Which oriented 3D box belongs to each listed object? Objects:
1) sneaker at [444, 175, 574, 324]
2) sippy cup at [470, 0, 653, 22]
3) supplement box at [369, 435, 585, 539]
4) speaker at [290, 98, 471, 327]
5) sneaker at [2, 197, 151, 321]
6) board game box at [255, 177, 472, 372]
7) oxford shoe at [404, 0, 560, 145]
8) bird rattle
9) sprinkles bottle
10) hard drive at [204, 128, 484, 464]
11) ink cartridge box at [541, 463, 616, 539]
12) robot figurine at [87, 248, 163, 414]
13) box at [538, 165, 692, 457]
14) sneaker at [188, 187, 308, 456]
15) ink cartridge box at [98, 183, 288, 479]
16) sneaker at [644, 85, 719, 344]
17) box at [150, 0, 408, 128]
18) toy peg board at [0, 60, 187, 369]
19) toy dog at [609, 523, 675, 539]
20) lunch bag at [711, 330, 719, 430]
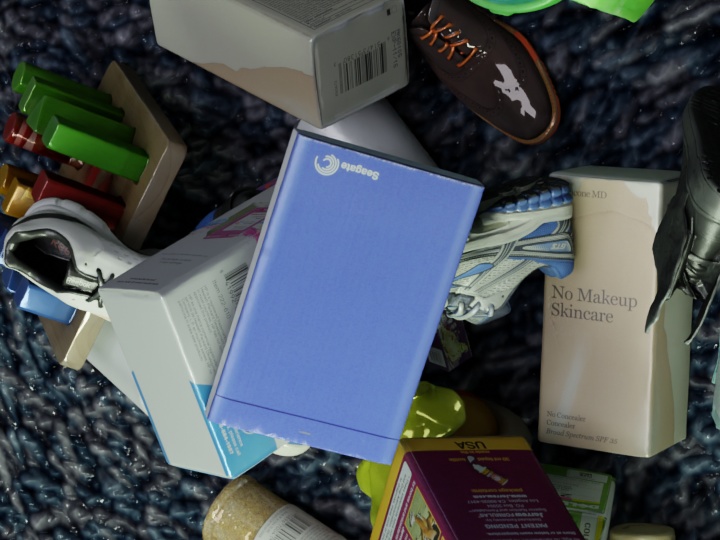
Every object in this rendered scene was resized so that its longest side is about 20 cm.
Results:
[{"bbox_3d":[0.067,0.004,1.445,0.077,0.200,0.085,-155,47,-69],"label":"sneaker"},{"bbox_3d":[0.133,-0.252,1.475,0.139,0.130,0.178,-13,91,30],"label":"sippy cup"},{"bbox_3d":[0.088,0.221,1.402,0.200,0.103,0.131,-118,37,-50],"label":"supplement box"},{"bbox_3d":[0.034,-0.047,1.588,0.081,0.081,0.200,-43,76,26],"label":"speaker"},{"bbox_3d":[-0.175,0.015,1.524,0.200,0.080,0.074,23,108,10],"label":"sneaker"},{"bbox_3d":[0.000,0.000,1.576,0.200,0.032,0.120,17,134,52],"label":"board game box"},{"bbox_3d":[0.069,-0.169,1.555,0.200,0.072,0.071,48,116,14],"label":"oxford shoe"},{"bbox_3d":[0.046,0.124,1.571,0.163,0.200,0.113,8,97,-12],"label":"bird rattle"},{"bbox_3d":[-0.032,0.241,1.674,0.200,0.068,0.068,30,111,22],"label":"sprinkles bottle"},{"bbox_3d":[-0.011,0.020,1.374,0.132,0.025,0.201,15,102,-16],"label":"hard drive"},{"bbox_3d":[0.133,0.239,1.502,0.076,0.200,0.148,9,102,9],"label":"ink cartridge box"},{"bbox_3d":[-0.150,0.059,1.670,0.113,0.170,0.200,-44,54,-11],"label":"robot figurine"},{"bbox_3d":[0.188,0.027,1.516,0.095,0.078,0.201,5,100,29],"label":"box"},{"bbox_3d":[-0.067,0.032,1.562,0.111,0.077,0.200,-46,56,43],"label":"sneaker"},{"bbox_3d":[-0.064,0.033,1.467,0.085,0.200,0.145,4,119,52],"label":"ink cartridge box"},{"bbox_3d":[0.234,-0.043,1.430,0.060,0.200,0.104,19,122,-2],"label":"sneaker"},{"bbox_3d":[-0.065,-0.189,1.566,0.200,0.095,0.078,31,139,41],"label":"box"},{"bbox_3d":[-0.245,-0.061,1.656,0.200,0.098,0.200,-62,28,14],"label":"toy peg board"},{"bbox_3d":[0.252,0.238,1.502,0.200,0.096,0.132,-21,88,29],"label":"toy dog"},{"bbox_3d":[0.327,0.047,1.423,0.200,0.122,0.171,15,108,43],"label":"lunch bag"}]
